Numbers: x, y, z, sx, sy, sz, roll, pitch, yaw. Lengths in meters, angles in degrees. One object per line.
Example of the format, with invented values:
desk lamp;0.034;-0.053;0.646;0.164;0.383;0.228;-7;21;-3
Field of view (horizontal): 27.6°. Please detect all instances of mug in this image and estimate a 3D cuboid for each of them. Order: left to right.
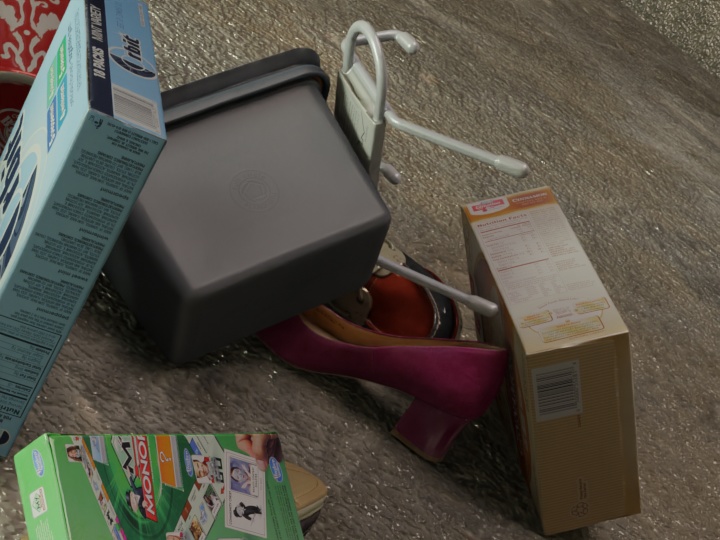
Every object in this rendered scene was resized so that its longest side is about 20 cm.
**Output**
mug;-0.219;-0.131;1.008;0.176;0.134;0.201;17;30;-22

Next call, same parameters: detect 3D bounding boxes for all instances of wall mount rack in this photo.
wall mount rack;0.034;-0.064;0.985;0.074;0.202;0.174;-11;44;-20

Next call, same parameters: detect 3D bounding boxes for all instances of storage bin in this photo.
storage bin;-0.085;-0.029;0.957;0.198;0.146;0.135;-21;63;-27

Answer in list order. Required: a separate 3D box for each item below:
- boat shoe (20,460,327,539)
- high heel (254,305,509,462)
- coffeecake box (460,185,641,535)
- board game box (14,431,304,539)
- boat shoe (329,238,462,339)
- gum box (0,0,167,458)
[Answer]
boat shoe;-0.090;0.140;0.716;0.071;0.066;0.199;20;18;28
high heel;0.003;0.038;1.000;0.199;0.096;0.067;38;23;13
coffeecake box;0.133;0.058;1.043;0.072;0.155;0.201;-12;32;-3
board game box;-0.067;0.168;0.625;0.134;0.029;0.202;6;60;-46
boat shoe;0.000;0.000;1.094;0.062;0.071;0.200;35;8;-48
gum box;-0.167;-0.032;0.781;0.044;0.201;0.171;21;25;-23
